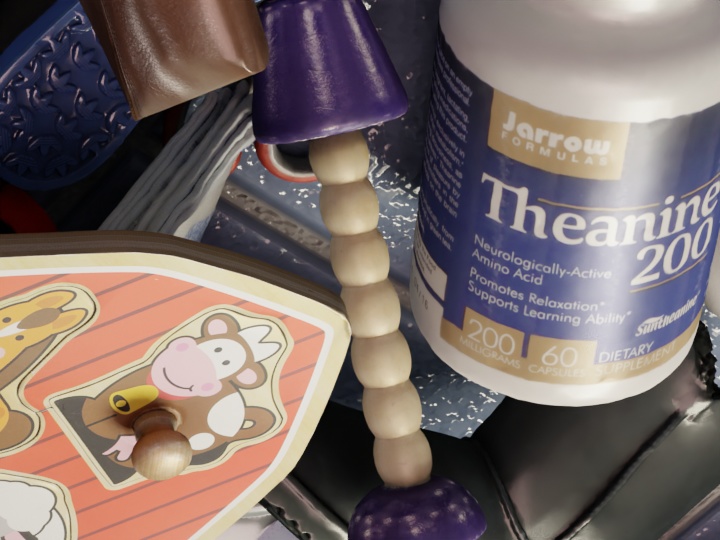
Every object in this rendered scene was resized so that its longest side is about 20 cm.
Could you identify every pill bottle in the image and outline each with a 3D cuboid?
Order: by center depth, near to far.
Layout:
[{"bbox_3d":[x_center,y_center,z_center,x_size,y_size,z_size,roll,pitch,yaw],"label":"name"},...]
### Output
[{"bbox_3d":[0.079,-0.059,0.878,0.111,0.111,0.200,-2,130,-9],"label":"pill bottle"}]

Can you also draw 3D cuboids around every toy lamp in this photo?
[{"bbox_3d":[0.000,0.000,0.882,0.058,0.058,0.201,-10,99,-2],"label":"toy lamp"}]

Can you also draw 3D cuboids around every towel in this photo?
[{"bbox_3d":[-0.098,0.036,0.903,0.024,0.147,0.200,31,130,3],"label":"towel"}]

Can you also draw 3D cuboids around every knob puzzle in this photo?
[{"bbox_3d":[-0.095,0.056,0.813,0.219,0.030,0.220,-11,141,-9],"label":"knob puzzle"}]

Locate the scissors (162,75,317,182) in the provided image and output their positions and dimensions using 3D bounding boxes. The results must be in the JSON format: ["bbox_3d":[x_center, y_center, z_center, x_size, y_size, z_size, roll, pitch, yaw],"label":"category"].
[{"bbox_3d":[-0.014,-0.105,0.885,0.073,0.014,0.200,11,129,-16],"label":"scissors"}]

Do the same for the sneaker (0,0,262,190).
[{"bbox_3d":[-0.061,-0.111,0.843,0.200,0.078,0.070,-39,123,-5],"label":"sneaker"}]

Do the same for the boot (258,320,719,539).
[{"bbox_3d":[0.050,0.058,0.974,0.200,0.076,0.168,43,84,-25],"label":"boot"}]

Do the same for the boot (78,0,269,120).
[{"bbox_3d":[-0.051,-0.121,0.681,0.064,0.186,0.200,-22,122,-18],"label":"boot"}]

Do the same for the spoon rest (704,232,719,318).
[{"bbox_3d":[0.172,-0.039,0.958,0.099,0.061,0.200,-13,144,2],"label":"spoon rest"}]

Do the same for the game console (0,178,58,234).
[{"bbox_3d":[-0.202,0.013,0.883,0.177,0.031,0.200,27,133,-1],"label":"game console"}]

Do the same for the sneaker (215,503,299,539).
[{"bbox_3d":[-0.097,0.097,1.020,0.199,0.070,0.082,-8,114,-7],"label":"sneaker"}]
